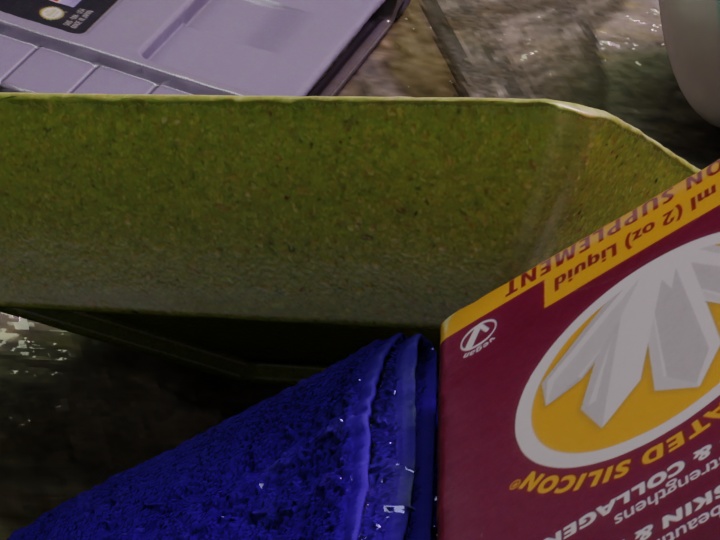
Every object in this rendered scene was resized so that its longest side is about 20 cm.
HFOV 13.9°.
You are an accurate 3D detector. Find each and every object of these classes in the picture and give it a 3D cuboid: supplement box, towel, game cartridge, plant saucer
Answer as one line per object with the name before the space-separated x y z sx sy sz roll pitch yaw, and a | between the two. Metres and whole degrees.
supplement box | 0.080 0.062 0.554 0.086 0.110 0.200 51 19 -22
towel | -0.035 0.093 0.613 0.148 0.050 0.200 -23 25 14
game cartridge | -0.068 -0.086 1.001 0.130 0.038 0.200 21 30 7
plant saucer | 0.000 0.000 0.752 0.200 0.048 0.200 2 -9 26

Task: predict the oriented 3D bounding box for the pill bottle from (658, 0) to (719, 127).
pill bottle | 0.209 -0.102 0.993 0.200 0.111 0.111 1 23 27
